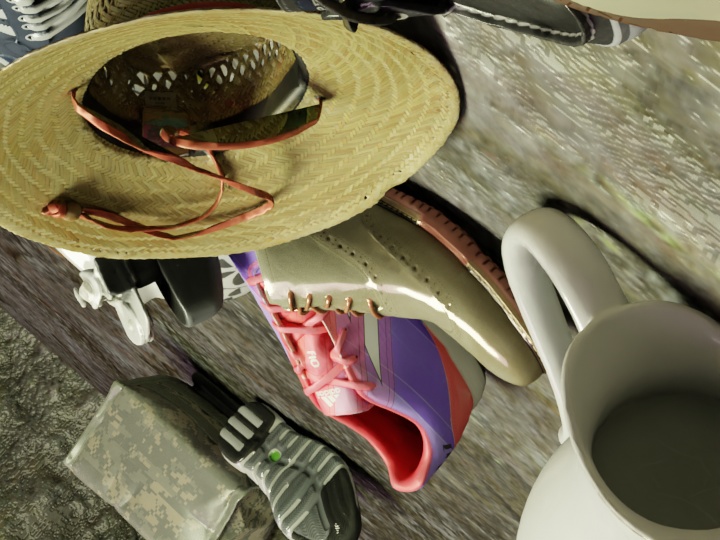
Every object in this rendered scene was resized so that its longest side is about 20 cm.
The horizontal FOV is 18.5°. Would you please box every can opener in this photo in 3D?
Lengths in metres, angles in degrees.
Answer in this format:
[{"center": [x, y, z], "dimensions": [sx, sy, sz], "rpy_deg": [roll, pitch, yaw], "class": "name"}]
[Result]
[{"center": [-0.132, -0.057, 1.053], "dimensions": [0.201, 0.066, 0.053], "rpy_deg": [63, 163, 4], "class": "can opener"}]

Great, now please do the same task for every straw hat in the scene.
[{"center": [-0.063, -0.082, 0.816], "dimensions": [0.201, 0.199, 0.086], "rpy_deg": [68, -166, -66], "class": "straw hat"}]

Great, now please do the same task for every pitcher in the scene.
[{"center": [0.107, 0.081, 0.854], "dimensions": [0.172, 0.121, 0.200], "rpy_deg": [59, 168, 30], "class": "pitcher"}]

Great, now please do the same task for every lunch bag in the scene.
[{"center": [-0.137, 0.177, 1.979], "dimensions": [0.164, 0.118, 0.200], "rpy_deg": [40, -165, 19], "class": "lunch bag"}]

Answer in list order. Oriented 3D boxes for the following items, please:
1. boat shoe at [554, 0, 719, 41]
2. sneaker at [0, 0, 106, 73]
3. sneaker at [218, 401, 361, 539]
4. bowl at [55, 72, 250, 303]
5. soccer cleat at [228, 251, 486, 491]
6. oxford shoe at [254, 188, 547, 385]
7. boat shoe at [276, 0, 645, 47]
[{"center": [0.082, -0.084, 0.407], "dimensions": [0.202, 0.075, 0.075], "rpy_deg": [27, 150, 31], "class": "boat shoe"}, {"center": [-0.136, -0.131, 0.933], "dimensions": [0.108, 0.070, 0.200], "rpy_deg": [34, 164, 40], "class": "sneaker"}, {"center": [-0.031, 0.188, 1.828], "dimensions": [0.115, 0.075, 0.200], "rpy_deg": [44, 180, -39], "class": "sneaker"}, {"center": [-0.118, -0.044, 1.145], "dimensions": [0.200, 0.094, 0.201], "rpy_deg": [39, 168, 10], "class": "bowl"}, {"center": [-0.013, 0.026, 1.071], "dimensions": [0.068, 0.073, 0.200], "rpy_deg": [-9, 136, 43], "class": "soccer cleat"}, {"center": [0.000, 0.000, 0.961], "dimensions": [0.200, 0.074, 0.071], "rpy_deg": [36, 168, 27], "class": "oxford shoe"}, {"center": [-0.005, -0.100, 0.615], "dimensions": [0.200, 0.066, 0.070], "rpy_deg": [35, 167, 32], "class": "boat shoe"}]
